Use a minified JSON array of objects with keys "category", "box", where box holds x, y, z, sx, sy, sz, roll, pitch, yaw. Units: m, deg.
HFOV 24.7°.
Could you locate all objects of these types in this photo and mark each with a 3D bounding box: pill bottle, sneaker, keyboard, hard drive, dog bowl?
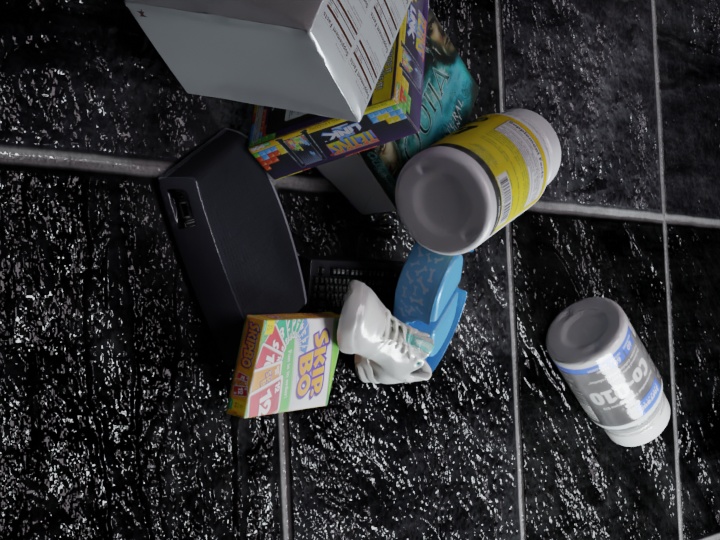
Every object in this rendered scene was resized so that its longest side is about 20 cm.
[{"category":"pill bottle","box":[0.129,-0.099,1.732,0.200,0.114,0.115,-34,114,-54]},{"category":"sneaker","box":[0.032,0.068,1.710,0.200,0.088,0.076,61,42,-66]},{"category":"keyboard","box":[0.000,0.000,1.782,0.200,0.020,0.128,2,88,-57]},{"category":"pill bottle","box":[0.334,0.139,2.191,0.200,0.113,0.114,54,45,-38]},{"category":"hard drive","box":[-0.117,-0.025,1.593,0.135,0.042,0.201,-44,122,-49]},{"category":"dog bowl","box":[0.075,0.032,1.796,0.112,0.049,0.201,-58,163,-33]}]

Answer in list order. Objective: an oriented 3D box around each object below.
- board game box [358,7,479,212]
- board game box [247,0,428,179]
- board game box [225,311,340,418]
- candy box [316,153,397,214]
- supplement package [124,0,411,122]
[{"category":"board game box","box":[0.063,-0.165,1.764,0.135,0.028,0.201,53,47,-41]},{"category":"board game box","box":[-0.019,-0.200,1.617,0.057,0.164,0.201,50,35,-42]},{"category":"board game box","box":[-0.067,0.091,1.625,0.200,0.030,0.096,-1,104,-68]},{"category":"candy box","box":[0.010,-0.190,1.778,0.168,0.071,0.201,44,52,-45]},{"category":"supplement package","box":[-0.067,-0.266,1.473,0.201,0.190,0.147,-67,153,-20]}]
